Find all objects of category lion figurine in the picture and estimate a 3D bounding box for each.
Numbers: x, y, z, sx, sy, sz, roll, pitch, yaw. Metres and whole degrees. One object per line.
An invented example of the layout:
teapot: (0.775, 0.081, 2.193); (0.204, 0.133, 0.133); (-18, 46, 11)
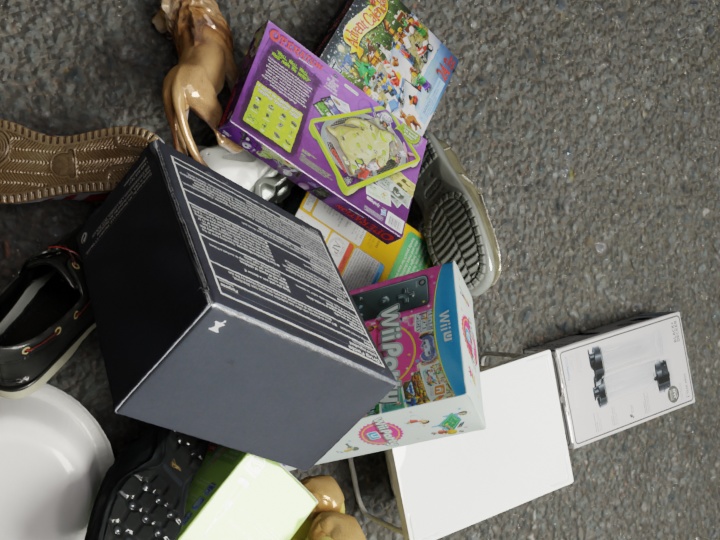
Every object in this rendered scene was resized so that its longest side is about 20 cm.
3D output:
lion figurine: (-0.146, -0.173, 0.862); (0.072, 0.201, 0.123); (-15, 128, 2)

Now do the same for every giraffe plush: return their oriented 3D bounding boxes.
giraffe plush: (-0.078, 0.309, 0.888); (0.161, 0.173, 0.202); (-13, 128, -18)

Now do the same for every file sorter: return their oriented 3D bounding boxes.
file sorter: (0.092, 0.171, 0.983); (0.198, 0.124, 0.140); (-14, 95, -28)

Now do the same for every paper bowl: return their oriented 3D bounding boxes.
paper bowl: (-0.298, 0.186, 0.784); (0.199, 0.104, 0.203); (1, 87, -30)

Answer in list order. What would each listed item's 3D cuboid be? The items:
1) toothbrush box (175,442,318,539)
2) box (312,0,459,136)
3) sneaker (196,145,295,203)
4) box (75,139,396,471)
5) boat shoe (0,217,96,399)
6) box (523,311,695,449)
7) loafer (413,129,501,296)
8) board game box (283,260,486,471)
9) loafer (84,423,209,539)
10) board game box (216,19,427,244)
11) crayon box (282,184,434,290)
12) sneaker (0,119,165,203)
toothbrush box: (-0.152, 0.243, 0.836); (0.086, 0.145, 0.200); (48, 67, -18)
box: (0.013, -0.188, 0.981); (0.136, 0.038, 0.201); (40, 55, -21)
sneaker: (-0.145, -0.067, 0.906); (0.200, 0.074, 0.089); (-42, 84, -17)
box: (-0.105, 0.032, 0.776); (0.199, 0.199, 0.123); (28, 113, -41)
boat shoe: (-0.246, 0.013, 0.805); (0.073, 0.063, 0.202); (19, 47, 12)
box: (0.295, 0.124, 1.132); (0.198, 0.060, 0.118); (-14, 94, -29)
loafer: (0.105, -0.062, 0.996); (0.069, 0.075, 0.201); (11, 49, -39)
board game box: (0.006, 0.088, 0.874); (0.064, 0.198, 0.149); (59, 22, -45)
loafer: (-0.179, 0.184, 0.782); (0.070, 0.201, 0.068); (-35, 104, 19)
board game box: (-0.028, -0.124, 0.884); (0.199, 0.032, 0.121); (33, 60, -26)
crayon box: (0.000, 0.000, 0.984); (0.199, 0.051, 0.127); (33, 72, -22)
sneaker: (-0.258, -0.090, 0.850); (0.198, 0.112, 0.072); (1, 89, 2)
